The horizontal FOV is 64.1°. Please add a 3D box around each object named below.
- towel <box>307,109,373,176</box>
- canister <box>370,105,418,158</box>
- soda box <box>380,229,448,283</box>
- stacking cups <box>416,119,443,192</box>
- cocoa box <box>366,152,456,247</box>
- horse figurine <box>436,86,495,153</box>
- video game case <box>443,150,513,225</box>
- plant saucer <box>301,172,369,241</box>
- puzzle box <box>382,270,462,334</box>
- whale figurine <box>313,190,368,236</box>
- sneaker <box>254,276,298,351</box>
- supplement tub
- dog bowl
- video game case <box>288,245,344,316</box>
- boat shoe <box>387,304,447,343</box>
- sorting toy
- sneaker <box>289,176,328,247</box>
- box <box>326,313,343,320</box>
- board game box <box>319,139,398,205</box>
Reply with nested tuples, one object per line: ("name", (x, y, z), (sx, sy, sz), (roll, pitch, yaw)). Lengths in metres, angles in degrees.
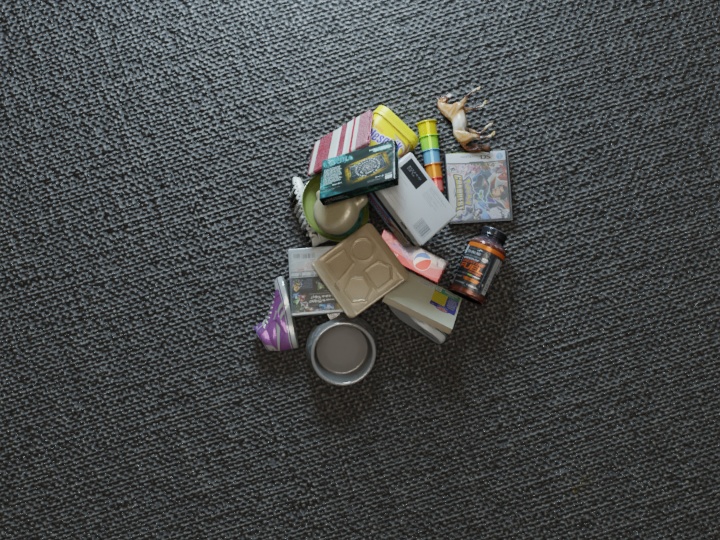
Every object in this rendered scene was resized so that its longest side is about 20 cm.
("towel", (-0.052, -0.334, 1.528), (0.199, 0.144, 0.023), (-23, 131, 30))
("canister", (0.042, -0.323, 1.569), (0.148, 0.087, 0.200), (40, 83, -10))
("soda box", (0.136, -0.038, 1.581), (0.199, 0.063, 0.070), (26, 87, 0))
("stacking cups", (0.202, -0.314, 1.603), (0.060, 0.061, 0.201), (-10, 91, -2))
("cocoa box", (0.122, -0.176, 1.484), (0.133, 0.131, 0.200), (-41, 100, -12))
("horse figurine", (0.295, -0.410, 1.592), (0.132, 0.050, 0.201), (-18, 92, 24))
("video game case", (0.330, -0.233, 1.614), (0.180, 0.026, 0.201), (-4, 87, -2))
("plant saucer", (-0.071, -0.170, 1.566), (0.199, 0.031, 0.201), (8, 72, -25))
("puzzle box", (0.169, 0.079, 1.549), (0.199, 0.025, 0.133), (27, 42, 3))
("whale figurine", (-0.040, -0.184, 1.490), (0.159, 0.104, 0.201), (9, 79, 31))
("sneaker", (-0.239, 0.120, 1.561), (0.114, 0.073, 0.201), (-8, 87, 2))
("supplement tub", (0.326, -0.016, 1.564), (0.107, 0.107, 0.201), (24, 86, 0))
("dog bowl", (-0.048, 0.218, 1.546), (0.199, 0.059, 0.201), (-1, 99, -7))
("video game case", (-0.091, 0.025, 1.542), (0.199, 0.023, 0.183), (-4, 80, 1))
("boat shoe", (0.159, 0.118, 1.578), (0.200, 0.072, 0.071), (38, 67, -1))
("sorting toy", (0.000, 0.000, 1.515), (0.200, 0.036, 0.185), (-35, 79, -9))
("sneaker", (-0.138, -0.165, 1.584), (0.081, 0.075, 0.201), (-20, 88, -19))
("box", (-0.115, 0.049, 1.582), (0.041, 0.039, 0.200), (-33, 88, -4))
("board game box", (-0.004, -0.242, 1.415), (0.199, 0.028, 0.136), (-12, 53, 20))
